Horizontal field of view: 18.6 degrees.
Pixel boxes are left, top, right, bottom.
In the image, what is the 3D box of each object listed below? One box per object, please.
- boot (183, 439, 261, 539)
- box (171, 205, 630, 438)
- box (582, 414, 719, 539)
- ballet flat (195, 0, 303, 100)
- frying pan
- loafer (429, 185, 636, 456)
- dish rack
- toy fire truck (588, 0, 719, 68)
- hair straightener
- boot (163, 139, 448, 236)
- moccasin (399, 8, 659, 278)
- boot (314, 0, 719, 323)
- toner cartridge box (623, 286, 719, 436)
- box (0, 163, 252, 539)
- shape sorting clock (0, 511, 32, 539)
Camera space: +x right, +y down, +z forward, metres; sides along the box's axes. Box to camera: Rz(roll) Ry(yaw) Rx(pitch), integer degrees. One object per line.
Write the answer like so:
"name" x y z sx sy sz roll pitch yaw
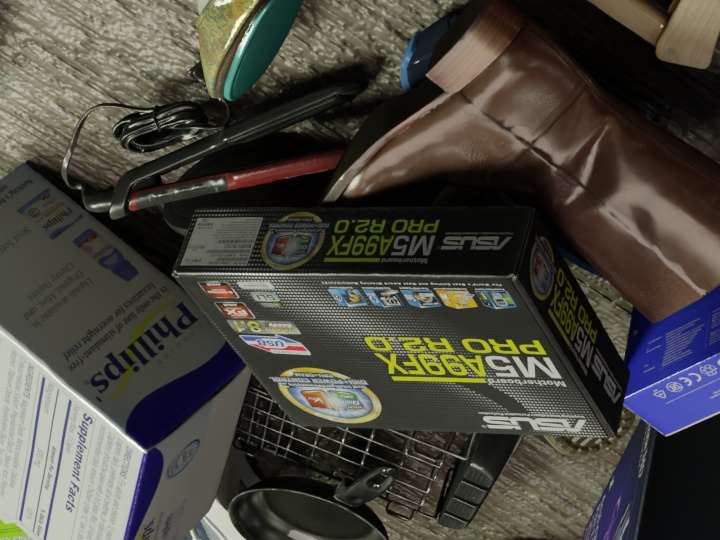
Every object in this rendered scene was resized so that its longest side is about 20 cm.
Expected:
"boot" -0.124 0.150 1.510 0.090 0.073 0.200 -7 136 18
"box" 0.024 0.028 1.162 0.200 0.044 0.160 1 146 28
"box" 0.203 0.185 1.382 0.104 0.148 0.200 17 140 1
"ballet flat" -0.049 -0.168 1.124 0.071 0.071 0.200 24 141 -9
"frying pan" -0.030 0.149 1.428 0.115 0.031 0.190 15 147 8
"loafer" 0.089 0.022 1.250 0.076 0.067 0.200 -29 121 3
"dish rack" -0.002 0.100 1.404 0.200 0.055 0.153 21 156 2
"toy fire truck" 0.179 -0.139 1.082 0.141 0.049 0.200 -22 128 38
"hair straightener" -0.087 -0.080 1.249 0.200 0.041 0.077 -12 90 26
"boot" 0.000 0.000 1.320 0.188 0.069 0.200 -10 142 19
"moccasin" 0.110 -0.062 1.174 0.200 0.081 0.068 35 133 -23
"boot" 0.092 -0.025 1.136 0.200 0.064 0.186 36 130 -11
"toner cartridge box" 0.232 0.012 1.207 0.043 0.095 0.200 36 138 -23
"box" -0.181 0.071 1.358 0.200 0.105 0.184 39 144 15
"shape sorting clock" -0.251 0.153 1.586 0.199 0.039 0.200 9 140 7
